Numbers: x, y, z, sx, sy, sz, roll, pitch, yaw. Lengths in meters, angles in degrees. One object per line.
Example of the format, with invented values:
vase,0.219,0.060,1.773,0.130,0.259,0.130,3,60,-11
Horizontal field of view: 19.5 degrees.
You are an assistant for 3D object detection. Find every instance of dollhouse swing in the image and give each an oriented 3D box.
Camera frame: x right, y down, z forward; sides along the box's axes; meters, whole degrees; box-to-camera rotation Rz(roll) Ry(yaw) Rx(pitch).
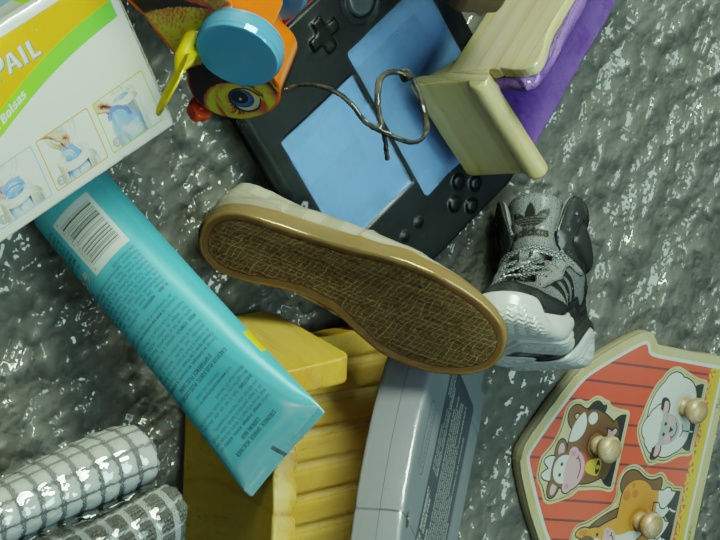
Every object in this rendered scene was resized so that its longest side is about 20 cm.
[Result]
dollhouse swing,-0.013,0.137,1.301,0.174,0.181,0.202,-2,102,-26

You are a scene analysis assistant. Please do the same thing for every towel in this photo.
towel,-0.198,0.168,1.130,0.165,0.200,0.086,-25,83,-33

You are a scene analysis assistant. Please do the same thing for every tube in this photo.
tube,-0.105,0.029,1.184,0.050,0.200,0.078,-24,159,-50

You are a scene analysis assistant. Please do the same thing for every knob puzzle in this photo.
knob puzzle,0.192,0.143,1.540,0.218,0.030,0.222,-11,108,-36

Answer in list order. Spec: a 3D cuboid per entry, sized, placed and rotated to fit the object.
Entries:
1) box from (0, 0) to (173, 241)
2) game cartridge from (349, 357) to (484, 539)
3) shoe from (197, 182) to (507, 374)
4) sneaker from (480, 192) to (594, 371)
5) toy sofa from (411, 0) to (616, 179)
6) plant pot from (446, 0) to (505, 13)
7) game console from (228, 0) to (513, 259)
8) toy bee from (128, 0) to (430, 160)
box,-0.219,-0.076,1.111,0.199,0.112,0.102,-37,120,-24
game cartridge,0.037,0.125,1.338,0.133,0.041,0.201,61,36,-52
shoe,0.000,0.000,1.276,0.199,0.053,0.070,24,119,-1
sneaker,0.108,0.002,1.379,0.200,0.075,0.115,29,59,-72
toy sofa,0.127,-0.156,1.345,0.083,0.097,0.201,55,52,-33
plant pot,0.039,-0.254,1.235,0.092,0.201,0.203,1,102,-8
game console,0.013,-0.094,1.333,0.177,0.031,0.201,-47,124,-25
toy bee,-0.074,-0.118,1.122,0.201,0.108,0.131,57,43,-12
